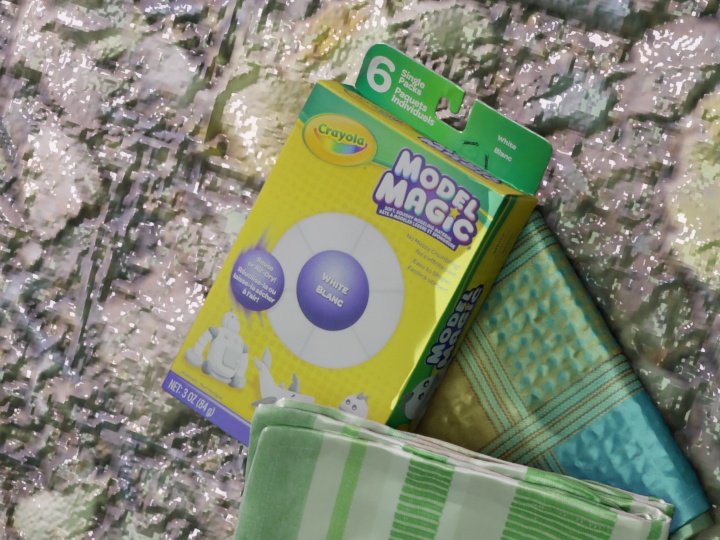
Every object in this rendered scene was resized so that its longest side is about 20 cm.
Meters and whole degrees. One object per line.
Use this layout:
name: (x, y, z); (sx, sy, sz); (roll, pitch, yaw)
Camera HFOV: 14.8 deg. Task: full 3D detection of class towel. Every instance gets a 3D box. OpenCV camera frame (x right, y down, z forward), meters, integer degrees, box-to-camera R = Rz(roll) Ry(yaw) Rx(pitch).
towel: (0.065, 0.070, 1.329); (0.147, 0.022, 0.200); (-34, 76, 21)
towel: (0.034, 0.150, 1.299); (0.200, 0.023, 0.153); (15, 113, 6)

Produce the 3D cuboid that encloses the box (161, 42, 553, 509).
box: (0.000, 0.000, 1.323); (0.117, 0.048, 0.200); (32, 101, 21)
